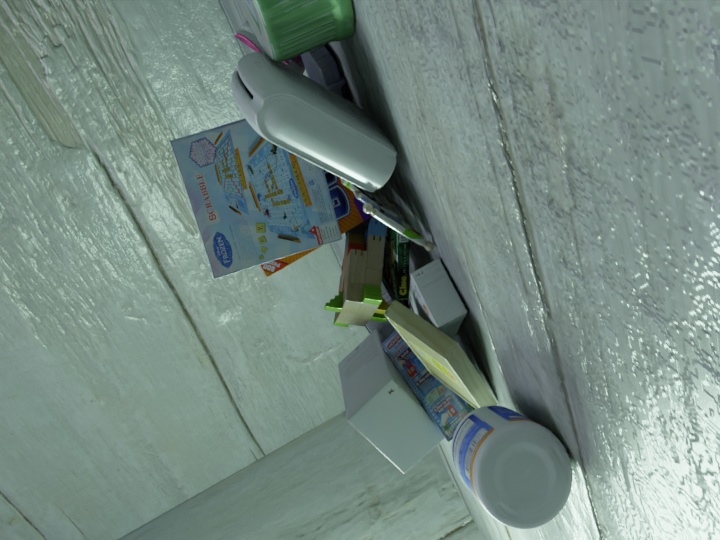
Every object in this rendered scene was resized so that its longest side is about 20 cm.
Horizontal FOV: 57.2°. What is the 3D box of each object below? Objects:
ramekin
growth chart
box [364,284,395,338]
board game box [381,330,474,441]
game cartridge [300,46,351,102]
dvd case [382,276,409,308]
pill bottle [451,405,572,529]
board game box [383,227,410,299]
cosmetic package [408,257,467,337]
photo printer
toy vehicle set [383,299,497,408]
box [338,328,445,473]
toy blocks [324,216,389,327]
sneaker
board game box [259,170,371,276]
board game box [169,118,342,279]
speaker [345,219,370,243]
[{"bbox_3d":[-0.093,-0.334,0.727,0.203,0.096,0.200,63,176,7],"label":"ramekin"},{"bbox_3d":[0.013,-0.110,0.901,0.143,0.018,0.201,26,-156,-38],"label":"growth chart"},{"bbox_3d":[0.069,0.121,1.348,0.202,0.096,0.177,56,179,-20],"label":"box"},{"bbox_3d":[0.130,0.190,1.166,0.201,0.061,0.200,52,-171,15],"label":"board game box"},{"bbox_3d":[-0.044,-0.266,1.010,0.131,0.038,0.201,56,172,35],"label":"game cartridge"},{"bbox_3d":[0.096,0.082,1.137,0.151,0.016,0.200,62,-169,17],"label":"dvd case"},{"bbox_3d":[0.170,0.226,0.798,0.114,0.110,0.200,62,176,3],"label":"pill bottle"},{"bbox_3d":[0.044,-0.042,1.021,0.200,0.023,0.107,-117,27,-69],"label":"board game box"},{"bbox_3d":[0.107,0.055,0.959,0.084,0.050,0.200,61,176,15],"label":"cosmetic package"},{"bbox_3d":[-0.064,-0.187,0.807,0.197,0.070,0.167,22,-157,-32],"label":"photo printer"},{"bbox_3d":[0.117,0.128,0.943,0.124,0.027,0.201,35,168,41],"label":"toy vehicle set"},{"bbox_3d":[0.052,0.226,1.177,0.152,0.106,0.201,46,-171,-18],"label":"box"},{"bbox_3d":[0.000,0.000,1.013,0.200,0.097,0.140,116,161,-72],"label":"toy blocks"},{"bbox_3d":[-0.117,-0.369,1.028,0.081,0.089,0.200,35,-166,5],"label":"sneaker"},{"bbox_3d":[-0.114,-0.144,1.067,0.203,0.197,0.200,62,178,-13],"label":"board game box"},{"bbox_3d":[-0.145,-0.115,0.942,0.041,0.195,0.205,-117,12,-76],"label":"board game box"},{"bbox_3d":[0.010,-0.056,1.313,0.083,0.080,0.200,62,176,7],"label":"speaker"}]
